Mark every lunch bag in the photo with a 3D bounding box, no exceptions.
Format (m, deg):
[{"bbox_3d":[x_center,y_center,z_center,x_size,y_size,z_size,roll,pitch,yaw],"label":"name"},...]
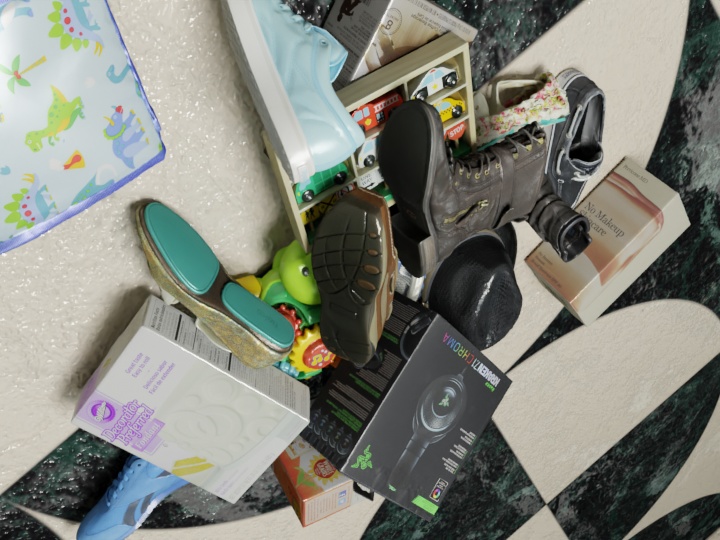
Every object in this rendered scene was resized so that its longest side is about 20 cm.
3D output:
[{"bbox_3d":[-0.255,-0.119,0.551,0.196,0.128,0.172,-21,135,-7],"label":"lunch bag"}]

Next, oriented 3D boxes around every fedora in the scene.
[{"bbox_3d":[0.149,0.030,0.994,0.197,0.092,0.204,-20,134,-23],"label":"fedora"}]

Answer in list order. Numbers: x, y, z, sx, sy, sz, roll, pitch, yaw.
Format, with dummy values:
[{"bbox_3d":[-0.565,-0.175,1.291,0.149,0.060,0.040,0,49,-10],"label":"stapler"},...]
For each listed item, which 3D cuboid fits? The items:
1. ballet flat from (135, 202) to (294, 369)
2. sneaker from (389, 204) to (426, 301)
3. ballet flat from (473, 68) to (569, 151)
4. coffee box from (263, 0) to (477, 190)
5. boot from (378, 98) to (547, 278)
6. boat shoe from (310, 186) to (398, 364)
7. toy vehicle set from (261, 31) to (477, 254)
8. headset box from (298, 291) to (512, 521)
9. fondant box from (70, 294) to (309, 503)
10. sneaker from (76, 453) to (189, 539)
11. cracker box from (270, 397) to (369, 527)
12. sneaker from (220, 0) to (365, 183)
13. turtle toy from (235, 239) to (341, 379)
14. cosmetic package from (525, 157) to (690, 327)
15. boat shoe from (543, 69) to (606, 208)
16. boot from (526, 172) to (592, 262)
[{"bbox_3d":[-0.150,0.024,0.752,0.071,0.071,0.200,-45,106,5],"label":"ballet flat"},{"bbox_3d":[0.033,-0.031,0.887,0.083,0.077,0.204,8,112,-28],"label":"sneaker"},{"bbox_3d":[0.144,-0.170,0.862,0.197,0.075,0.065,-23,104,-25],"label":"ballet flat"},{"bbox_3d":[0.007,-0.166,0.740,0.111,0.080,0.203,10,117,-42],"label":"coffee box"},{"bbox_3d":[0.105,-0.098,0.732,0.172,0.069,0.203,-30,142,-22],"label":"boot"},{"bbox_3d":[0.000,0.000,0.740,0.074,0.074,0.203,-51,159,-39],"label":"boat shoe"},{"bbox_3d":[0.016,-0.113,0.709,0.197,0.027,0.126,-31,138,-13],"label":"toy vehicle set"},{"bbox_3d":[0.049,0.155,0.868,0.174,0.092,0.202,40,81,-40],"label":"headset box"},{"bbox_3d":[-0.170,0.137,0.802,0.198,0.059,0.145,34,113,-21],"label":"fondant box"},{"bbox_3d":[-0.252,0.234,0.891,0.199,0.066,0.079,-38,126,-5],"label":"sneaker"},{"bbox_3d":[-0.014,0.220,0.998,0.196,0.134,0.059,-17,133,-24],"label":"cracker box"},{"bbox_3d":[-0.055,-0.173,0.624,0.080,0.204,0.074,-21,177,-11],"label":"sneaker"},{"bbox_3d":[-0.063,0.044,0.843,0.143,0.101,0.204,-16,132,-25],"label":"turtle toy"},{"bbox_3d":[0.337,-0.038,1.073,0.200,0.104,0.087,-46,139,3],"label":"cosmetic package"},{"bbox_3d":[0.264,-0.141,0.960,0.070,0.068,0.203,-21,134,-20],"label":"boat shoe"},{"bbox_3d":[0.207,-0.062,0.900,0.070,0.132,0.199,-41,162,11],"label":"boot"}]
